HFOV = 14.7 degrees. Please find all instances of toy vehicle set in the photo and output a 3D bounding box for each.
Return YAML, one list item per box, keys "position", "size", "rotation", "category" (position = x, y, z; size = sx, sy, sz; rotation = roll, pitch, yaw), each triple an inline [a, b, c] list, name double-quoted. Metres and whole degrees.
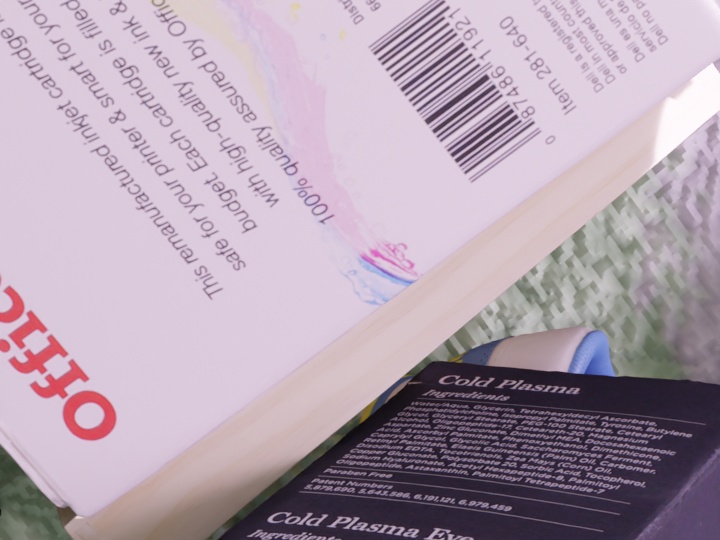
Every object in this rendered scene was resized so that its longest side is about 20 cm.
- position: [0.000, 0.000, 0.748]
  size: [0.200, 0.124, 0.027]
  rotation: [-40, 103, -3]
  category: "toy vehicle set"

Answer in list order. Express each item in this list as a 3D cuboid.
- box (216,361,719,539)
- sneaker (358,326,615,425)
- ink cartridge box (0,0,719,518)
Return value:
- position: [0.030, 0.149, 0.674]
  size: [0.104, 0.182, 0.201]
  rotation: [4, 113, 29]
  category: "box"
- position: [0.085, 0.100, 0.775]
  size: [0.082, 0.074, 0.200]
  rotation: [-34, 99, 35]
  category: "sneaker"
- position: [-0.035, -0.061, 0.666]
  size: [0.200, 0.084, 0.145]
  rotation: [-36, 111, 6]
  category: "ink cartridge box"
